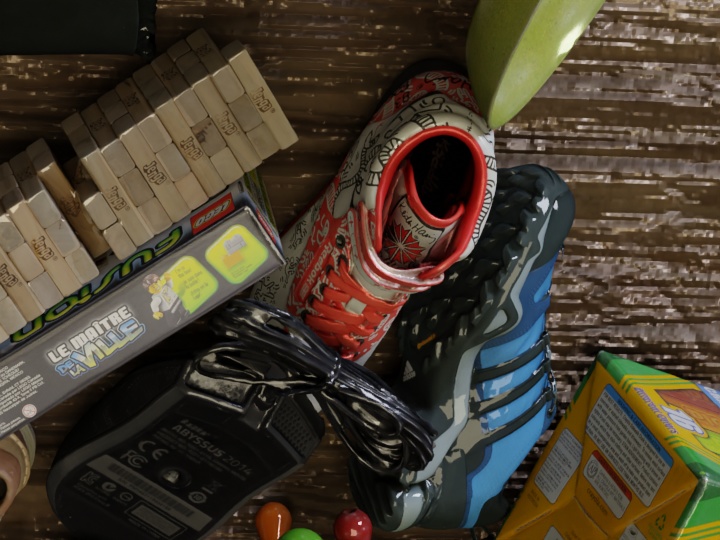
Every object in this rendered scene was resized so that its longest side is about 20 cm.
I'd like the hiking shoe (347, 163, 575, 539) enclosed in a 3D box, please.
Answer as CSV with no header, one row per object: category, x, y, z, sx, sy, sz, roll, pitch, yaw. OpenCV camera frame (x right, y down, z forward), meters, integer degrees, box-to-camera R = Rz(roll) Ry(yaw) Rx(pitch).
hiking shoe,0.064,0.039,1.340,0.086,0.074,0.201,11,113,-34

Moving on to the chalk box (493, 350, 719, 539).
chalk box,0.191,0.144,1.351,0.199,0.125,0.124,17,109,-32

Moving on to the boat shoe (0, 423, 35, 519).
boat shoe,-0.252,0.124,1.316,0.199,0.072,0.076,-28,113,4

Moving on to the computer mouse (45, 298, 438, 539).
computer mouse,-0.070,0.076,1.310,0.199,0.053,0.138,-30,126,34

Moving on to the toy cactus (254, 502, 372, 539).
toy cactus,0.013,0.187,1.358,0.164,0.103,0.201,-2,129,9

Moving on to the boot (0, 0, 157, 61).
boot,-0.172,-0.108,1.239,0.161,0.073,0.200,-7,115,-12

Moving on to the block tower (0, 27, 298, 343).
block tower,-0.129,-0.033,1.241,0.199,0.058,0.054,-33,118,-2

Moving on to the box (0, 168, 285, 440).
box,-0.132,0.016,1.270,0.199,0.110,0.035,-31,113,6

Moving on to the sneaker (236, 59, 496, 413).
sneaker,-0.001,-0.001,1.280,0.067,0.108,0.202,29,105,-11

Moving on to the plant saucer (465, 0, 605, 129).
plant saucer,0.101,-0.155,1.203,0.031,0.200,0.201,33,105,7
